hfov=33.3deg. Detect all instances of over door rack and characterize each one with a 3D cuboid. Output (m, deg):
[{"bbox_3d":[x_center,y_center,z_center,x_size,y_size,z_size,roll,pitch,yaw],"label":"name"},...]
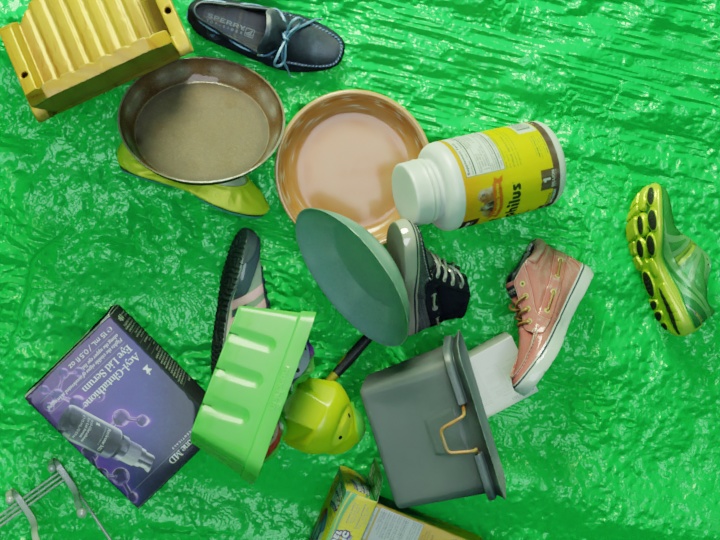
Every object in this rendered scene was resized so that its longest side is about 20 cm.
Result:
[{"bbox_3d":[-0.385,0.359,1.518,0.147,0.067,0.200,-36,98,0],"label":"over door rack"}]

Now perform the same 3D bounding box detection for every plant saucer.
[{"bbox_3d":[0.000,0.000,1.449,0.039,0.201,0.201,-37,98,-24],"label":"plant saucer"},{"bbox_3d":[-0.191,-0.174,1.449,0.199,0.035,0.201,4,55,-5],"label":"plant saucer"},{"bbox_3d":[-0.009,-0.126,1.515,0.199,0.037,0.201,-1,95,-6],"label":"plant saucer"}]

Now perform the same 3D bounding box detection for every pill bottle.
[{"bbox_3d":[0.143,-0.112,1.469,0.199,0.109,0.110,-14,97,-20],"label":"pill bottle"}]

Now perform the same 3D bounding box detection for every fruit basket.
[{"bbox_3d":[-0.082,0.159,1.425,0.214,0.156,0.217,2,75,-8],"label":"fruit basket"}]

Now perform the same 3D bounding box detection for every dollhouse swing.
[{"bbox_3d":[-0.315,-0.280,1.383,0.199,0.176,0.182,-24,82,-1],"label":"dollhouse swing"}]

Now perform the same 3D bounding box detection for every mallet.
[{"bbox_3d":[-0.039,0.138,1.544,0.041,0.066,0.200,43,76,-11],"label":"mallet"}]

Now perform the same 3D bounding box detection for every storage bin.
[{"bbox_3d":[0.086,0.194,1.461,0.134,0.146,0.201,-18,96,8],"label":"storage bin"}]

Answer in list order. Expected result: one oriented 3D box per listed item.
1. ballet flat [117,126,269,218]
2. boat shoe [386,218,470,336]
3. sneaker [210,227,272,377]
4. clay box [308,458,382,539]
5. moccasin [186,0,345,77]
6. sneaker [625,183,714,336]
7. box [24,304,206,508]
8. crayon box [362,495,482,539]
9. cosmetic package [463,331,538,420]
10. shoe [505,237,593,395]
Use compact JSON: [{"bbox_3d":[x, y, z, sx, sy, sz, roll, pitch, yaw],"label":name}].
[{"bbox_3d":[-0.201,-0.124,1.479,0.199,0.067,0.067,20,120,-4],"label":"ballet flat"},{"bbox_3d":[0.086,0.000,1.478,0.092,0.200,0.075,-15,56,-9],"label":"boat shoe"},{"bbox_3d":[-0.136,0.048,1.515,0.082,0.070,0.201,7,98,-22],"label":"sneaker"},{"bbox_3d":[-0.031,0.334,1.521,0.047,0.115,0.201,22,93,-7],"label":"clay box"},{"bbox_3d":[-0.117,-0.284,1.473,0.199,0.068,0.081,9,95,-6],"label":"moccasin"},{"bbox_3d":[0.402,-0.018,1.551,0.083,0.074,0.201,-20,99,-23],"label":"sneaker"},{"bbox_3d":[-0.287,0.166,1.487,0.148,0.104,0.200,-45,97,0],"label":"box"},{"bbox_3d":[0.077,0.386,1.567,0.199,0.052,0.126,23,93,-6],"label":"crayon box"},{"bbox_3d":[0.120,0.162,1.548,0.199,0.051,0.083,-27,95,-2],"label":"cosmetic package"},{"bbox_3d":[0.214,0.055,1.512,0.091,0.071,0.201,32,65,-4],"label":"shoe"}]
